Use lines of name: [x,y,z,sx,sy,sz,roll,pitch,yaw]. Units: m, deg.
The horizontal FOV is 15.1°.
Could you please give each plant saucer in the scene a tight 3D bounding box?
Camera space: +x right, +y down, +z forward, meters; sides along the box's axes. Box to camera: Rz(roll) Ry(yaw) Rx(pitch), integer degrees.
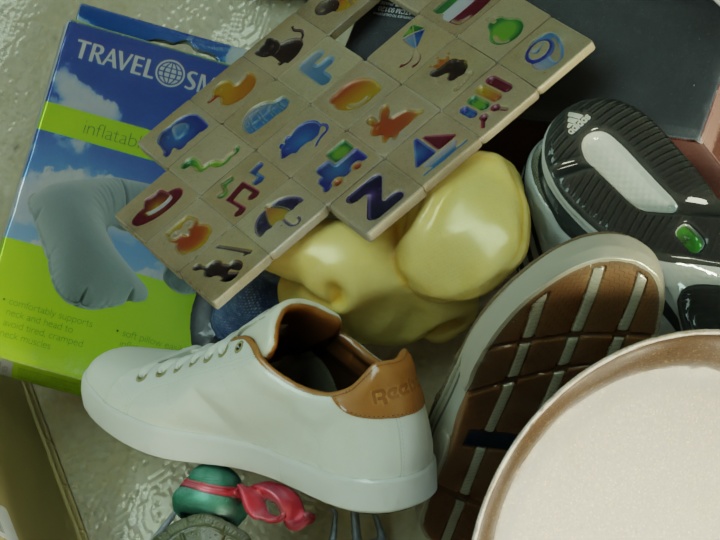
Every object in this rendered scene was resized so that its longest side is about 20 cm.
plant saucer: [0.131,0.121,1.126,0.200,0.200,0.032,-58,21,-4]

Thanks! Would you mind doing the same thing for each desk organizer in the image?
desk organizer: [0.094,-0.085,1.277,0.200,0.077,0.072,10,70,33]

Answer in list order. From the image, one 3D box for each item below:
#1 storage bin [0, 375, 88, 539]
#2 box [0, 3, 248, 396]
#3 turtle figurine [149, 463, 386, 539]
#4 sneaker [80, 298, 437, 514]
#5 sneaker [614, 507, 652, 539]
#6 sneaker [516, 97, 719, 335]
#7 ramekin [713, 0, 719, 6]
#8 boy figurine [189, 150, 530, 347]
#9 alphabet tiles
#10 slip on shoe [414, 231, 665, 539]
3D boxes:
storage bin: [-0.222,0.105,1.295,0.094,0.200,0.199,-31,58,11]
box: [-0.109,-0.034,1.351,0.122,0.048,0.200,16,74,-5]
turtle figurine: [-0.072,0.163,1.245,0.150,0.101,0.200,5,80,19]
sneaker: [-0.047,0.045,1.230,0.200,0.073,0.085,11,114,37]
sneaker: [0.073,0.178,1.188,0.074,0.082,0.200,26,97,1]
sneaker: [0.143,0.019,1.219,0.076,0.115,0.201,-38,85,-21]
ramekin: [0.196,-0.157,1.189,0.094,0.202,0.202,-47,55,18]
boy figurine: [0.000,0.000,1.243,0.200,0.124,0.064,-28,51,49]
alphabet tiles: [-0.014,-0.068,1.237,0.200,0.008,0.167,-41,40,-9]
slip on shoe: [0.074,0.044,1.194,0.076,0.200,0.061,9,46,-12]
